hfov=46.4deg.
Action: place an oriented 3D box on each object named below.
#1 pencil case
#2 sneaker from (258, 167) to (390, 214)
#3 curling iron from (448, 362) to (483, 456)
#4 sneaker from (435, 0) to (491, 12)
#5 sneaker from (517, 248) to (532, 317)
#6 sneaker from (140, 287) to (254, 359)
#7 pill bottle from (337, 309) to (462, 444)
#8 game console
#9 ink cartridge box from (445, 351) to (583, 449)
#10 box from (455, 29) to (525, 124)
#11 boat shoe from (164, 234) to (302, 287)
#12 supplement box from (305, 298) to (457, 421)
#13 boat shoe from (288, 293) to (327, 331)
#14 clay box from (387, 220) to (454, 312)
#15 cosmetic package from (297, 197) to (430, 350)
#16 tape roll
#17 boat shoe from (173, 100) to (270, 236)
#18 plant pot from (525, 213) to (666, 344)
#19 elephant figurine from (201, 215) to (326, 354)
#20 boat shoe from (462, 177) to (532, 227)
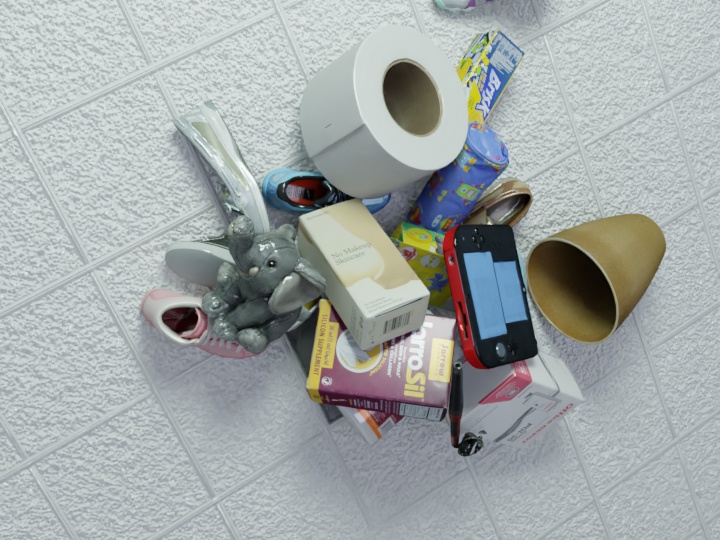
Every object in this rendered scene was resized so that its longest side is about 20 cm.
[{"bbox_3d":[0.145,-0.121,1.239,0.086,0.079,0.201,20,134,-13],"label":"pencil case"},{"bbox_3d":[-0.044,-0.106,1.219,0.197,0.090,0.080,-1,100,-22],"label":"sneaker"},{"bbox_3d":[0.148,0.202,1.221,0.049,0.026,0.202,-7,130,7],"label":"curling iron"},{"bbox_3d":[0.214,-0.436,1.232,0.197,0.140,0.079,-21,107,-17],"label":"sneaker"},{"bbox_3d":[0.254,0.058,1.368,0.073,0.082,0.204,-9,103,-20],"label":"sneaker"},{"bbox_3d":[-0.208,0.084,1.182,0.198,0.104,0.076,22,90,-24],"label":"sneaker"},{"bbox_3d":[0.054,0.159,1.291,0.199,0.114,0.115,-40,111,-11],"label":"pill bottle"},{"bbox_3d":[0.191,0.034,1.203,0.175,0.031,0.204,-5,82,-47],"label":"game console"},{"bbox_3d":[0.236,0.195,1.327,0.198,0.083,0.147,22,123,-41],"label":"ink cartridge box"},{"bbox_3d":[0.165,-0.262,1.283,0.064,0.070,0.202,33,87,-22],"label":"box"},{"bbox_3d":[-0.178,-0.016,1.198,0.197,0.064,0.071,10,136,-15],"label":"boat shoe"},{"bbox_3d":[0.031,0.128,1.189,0.196,0.103,0.133,7,71,4],"label":"supplement box"},{"bbox_3d":[-0.058,0.014,1.237,0.202,0.086,0.075,-43,111,-9],"label":"boat shoe"},{"bbox_3d":[0.101,-0.005,1.276,0.197,0.048,0.115,19,138,-19],"label":"clay box"},{"bbox_3d":[0.000,0.000,1.153,0.104,0.201,0.072,-20,144,-23],"label":"cosmetic package"},{"bbox_3d":[0.033,-0.215,1.165,0.200,0.138,0.207,10,73,-34],"label":"tape roll"},{"bbox_3d":[-0.187,-0.132,1.172,0.064,0.074,0.204,-28,104,-8],"label":"boat shoe"},{"bbox_3d":[0.406,-0.008,1.379,0.198,0.185,0.189,-29,109,-28],"label":"plant pot"},{"bbox_3d":[-0.113,0.004,1.085,0.140,0.156,0.201,34,128,-2],"label":"elephant figurine"},{"bbox_3d":[0.189,-0.070,1.320,0.200,0.072,0.076,-44,111,1],"label":"boat shoe"}]
